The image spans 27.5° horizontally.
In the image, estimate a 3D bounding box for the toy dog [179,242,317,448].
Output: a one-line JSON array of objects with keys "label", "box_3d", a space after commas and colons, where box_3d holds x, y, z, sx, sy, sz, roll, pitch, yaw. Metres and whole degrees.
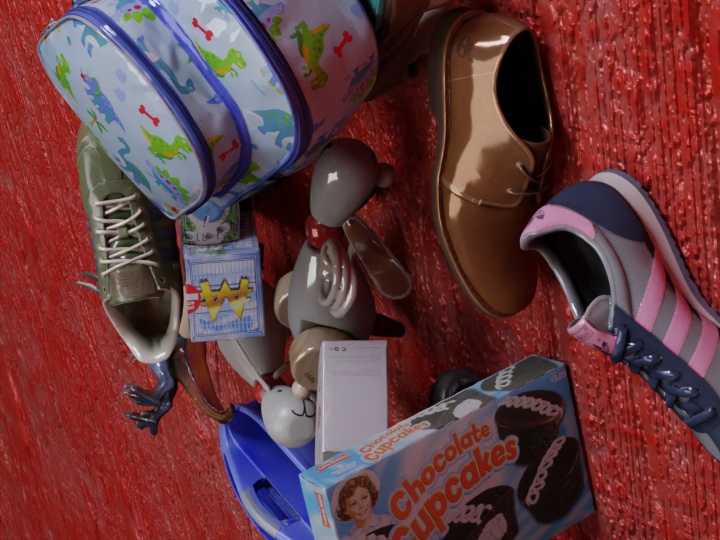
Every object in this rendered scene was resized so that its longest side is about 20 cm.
[{"label": "toy dog", "box_3d": [-0.073, 0.051, 1.208, 0.200, 0.131, 0.097, 37, 120, 34]}]

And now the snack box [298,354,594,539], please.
[{"label": "snack box", "box_3d": [0.061, 0.147, 0.965, 0.037, 0.199, 0.117, 15, 124, 56]}]

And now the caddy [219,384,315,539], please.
[{"label": "caddy", "box_3d": [-0.050, 0.192, 1.272, 0.200, 0.104, 0.142, 43, 142, 35]}]

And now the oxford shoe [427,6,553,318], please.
[{"label": "oxford shoe", "box_3d": [0.088, -0.059, 0.908, 0.071, 0.071, 0.202, 17, 123, 49]}]

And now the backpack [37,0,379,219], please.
[{"label": "backpack", "box_3d": [-0.092, -0.130, 0.903, 0.183, 0.147, 0.200, 52, 151, -7]}]

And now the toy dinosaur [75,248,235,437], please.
[{"label": "toy dinosaur", "box_3d": [-0.166, 0.061, 1.366, 0.198, 0.182, 0.105, 11, 147, 18]}]

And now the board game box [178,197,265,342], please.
[{"label": "board game box", "box_3d": [-0.113, -0.054, 1.147, 0.201, 0.061, 0.201, 93, 169, -46]}]

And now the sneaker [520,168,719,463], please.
[{"label": "sneaker", "box_3d": [0.162, 0.041, 0.843, 0.201, 0.082, 0.070, 58, 149, 14]}]

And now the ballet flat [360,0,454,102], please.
[{"label": "ballet flat", "box_3d": [0.026, -0.166, 0.912, 0.200, 0.072, 0.068, 104, 151, -67]}]

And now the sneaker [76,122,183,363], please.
[{"label": "sneaker", "box_3d": [-0.167, -0.016, 1.100, 0.090, 0.067, 0.201, -98, 1, -48]}]

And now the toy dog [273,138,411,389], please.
[{"label": "toy dog", "box_3d": [0.000, 0.000, 1.068, 0.200, 0.096, 0.133, 119, 147, -58]}]

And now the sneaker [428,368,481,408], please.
[{"label": "sneaker", "box_3d": [0.065, 0.155, 1.098, 0.090, 0.066, 0.201, 25, 135, 47]}]

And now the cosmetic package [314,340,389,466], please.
[{"label": "cosmetic package", "box_3d": [-0.008, 0.129, 1.060, 0.200, 0.050, 0.083, 95, 173, -62]}]
